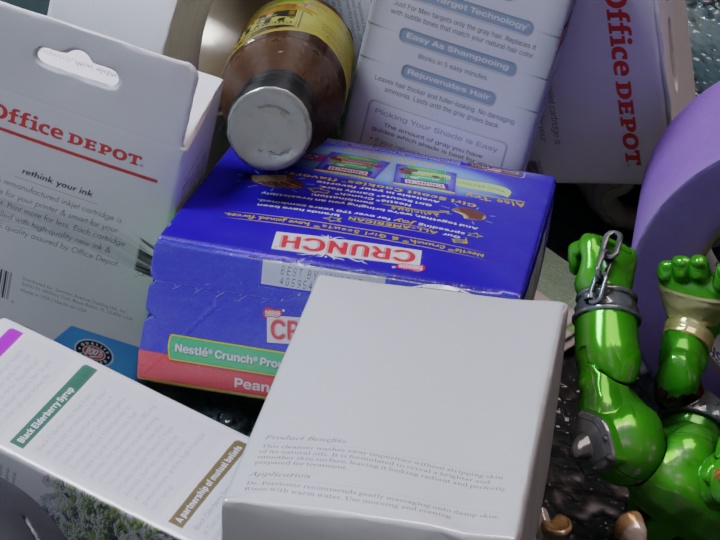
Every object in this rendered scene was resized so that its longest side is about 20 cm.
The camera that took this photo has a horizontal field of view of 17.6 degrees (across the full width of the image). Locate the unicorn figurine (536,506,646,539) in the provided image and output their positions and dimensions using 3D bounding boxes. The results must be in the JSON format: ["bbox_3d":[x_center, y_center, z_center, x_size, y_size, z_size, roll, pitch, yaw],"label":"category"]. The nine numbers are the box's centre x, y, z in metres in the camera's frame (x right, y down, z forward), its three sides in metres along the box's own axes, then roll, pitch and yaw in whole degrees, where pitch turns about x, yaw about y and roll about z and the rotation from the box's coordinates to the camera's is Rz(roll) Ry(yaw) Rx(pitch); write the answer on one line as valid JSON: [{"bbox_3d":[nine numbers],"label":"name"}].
[{"bbox_3d":[0.081,0.157,1.008,0.074,0.138,0.200,-2,25,-9],"label":"unicorn figurine"}]

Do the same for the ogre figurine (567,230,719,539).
[{"bbox_3d":[0.173,0.079,1.135,0.098,0.200,0.120,-9,47,39],"label":"ogre figurine"}]

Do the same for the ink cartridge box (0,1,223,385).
[{"bbox_3d":[-0.136,-0.046,1.109,0.116,0.201,0.068,19,37,4],"label":"ink cartridge box"}]

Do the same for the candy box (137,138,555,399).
[{"bbox_3d":[0.000,0.000,1.118,0.168,0.077,0.200,10,18,7],"label":"candy box"}]

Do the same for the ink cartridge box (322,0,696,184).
[{"bbox_3d":[0.079,-0.128,1.279,0.199,0.147,0.084,2,37,19],"label":"ink cartridge box"}]

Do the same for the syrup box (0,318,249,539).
[{"bbox_3d":[-0.100,0.108,1.026,0.199,0.079,0.081,25,38,13],"label":"syrup box"}]

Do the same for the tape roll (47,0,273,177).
[{"bbox_3d":[-0.092,-0.145,1.249,0.071,0.203,0.203,20,36,16],"label":"tape roll"}]

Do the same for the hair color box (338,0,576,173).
[{"bbox_3d":[0.049,-0.100,1.212,0.099,0.201,0.061,18,37,5],"label":"hair color box"}]

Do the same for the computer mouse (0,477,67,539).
[{"bbox_3d":[-0.131,0.139,0.939,0.200,0.053,0.138,45,16,25],"label":"computer mouse"}]

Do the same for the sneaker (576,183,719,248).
[{"bbox_3d":[0.211,-0.049,1.348,0.199,0.082,0.088,0,40,-7],"label":"sneaker"}]

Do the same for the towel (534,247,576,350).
[{"bbox_3d":[0.029,0.017,1.236,0.152,0.023,0.200,33,41,23],"label":"towel"}]

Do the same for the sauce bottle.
[{"bbox_3d":[-0.037,-0.093,1.153,0.064,0.065,0.200,14,15,-2],"label":"sauce bottle"}]

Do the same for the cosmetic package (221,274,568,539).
[{"bbox_3d":[0.017,0.080,0.911,0.112,0.081,0.200,7,24,9],"label":"cosmetic package"}]

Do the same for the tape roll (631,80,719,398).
[{"bbox_3d":[0.239,-0.005,1.194,0.199,0.201,0.085,16,37,1],"label":"tape roll"}]
